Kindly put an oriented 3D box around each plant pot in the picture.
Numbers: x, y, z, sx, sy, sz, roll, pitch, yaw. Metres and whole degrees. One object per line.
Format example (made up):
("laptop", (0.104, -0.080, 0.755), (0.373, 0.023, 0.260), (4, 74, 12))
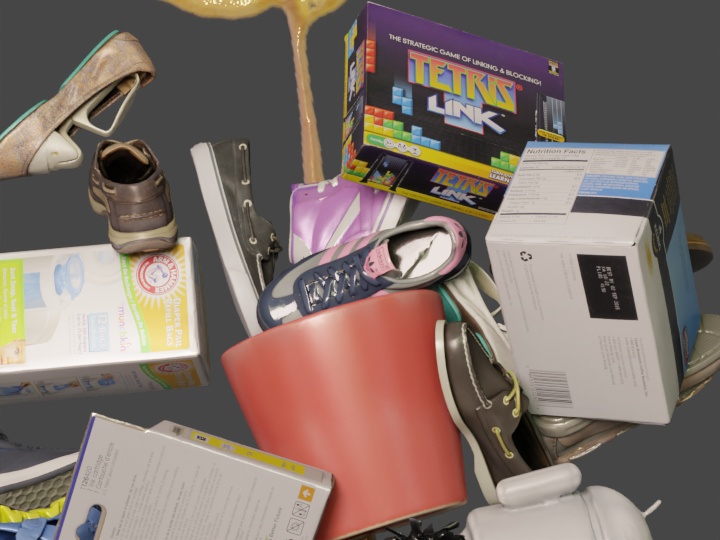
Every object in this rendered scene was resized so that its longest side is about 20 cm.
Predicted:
("plant pot", (0.000, 0.130, 1.670), (0.198, 0.201, 0.179), (-16, 80, -4))

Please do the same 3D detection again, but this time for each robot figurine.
("robot figurine", (0.159, 0.244, 1.658), (0.198, 0.113, 0.171), (-10, 111, -2))

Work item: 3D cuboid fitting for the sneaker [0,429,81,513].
("sneaker", (-0.291, 0.160, 1.717), (0.201, 0.078, 0.146), (-6, 32, -34))

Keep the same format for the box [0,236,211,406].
("box", (-0.235, 0.045, 1.741), (0.198, 0.101, 0.114), (-5, 72, 0))

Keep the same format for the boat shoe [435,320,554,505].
("boat shoe", (0.113, 0.115, 1.656), (0.060, 0.202, 0.072), (-9, 40, 18))

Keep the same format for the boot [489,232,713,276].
("boot", (0.215, -0.033, 1.777), (0.198, 0.074, 0.076), (2, 61, 4))

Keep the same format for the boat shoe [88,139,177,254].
("boat shoe", (-0.199, -0.081, 1.746), (0.074, 0.200, 0.074), (-10, 114, -15))

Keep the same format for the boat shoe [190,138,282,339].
("boat shoe", (-0.102, -0.031, 1.783), (0.056, 0.069, 0.202), (-16, 70, -5))

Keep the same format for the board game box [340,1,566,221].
("board game box", (0.084, -0.133, 1.749), (0.198, 0.057, 0.167), (15, 53, -18))

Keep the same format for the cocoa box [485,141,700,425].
("cocoa box", (0.198, 0.009, 1.656), (0.132, 0.201, 0.132), (3, 42, 23))

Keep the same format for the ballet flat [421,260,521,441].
("ballet flat", (0.109, 0.052, 1.756), (0.069, 0.070, 0.201), (-26, 72, -7))

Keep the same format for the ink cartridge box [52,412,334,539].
("ink cartridge box", (-0.144, 0.227, 1.588), (0.198, 0.047, 0.200), (19, 103, -1))

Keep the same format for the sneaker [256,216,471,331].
("sneaker", (0.000, 0.000, 1.703), (0.198, 0.082, 0.071), (-24, 80, -1))

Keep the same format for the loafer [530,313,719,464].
("loafer", (0.240, 0.104, 1.740), (0.198, 0.063, 0.072), (-25, 39, -10))

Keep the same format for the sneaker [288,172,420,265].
("sneaker", (-0.001, -0.083, 1.797), (0.113, 0.073, 0.202), (22, 71, 14))

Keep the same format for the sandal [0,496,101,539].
("sandal", (-0.243, 0.230, 1.638), (0.198, 0.080, 0.087), (-10, 29, -35))

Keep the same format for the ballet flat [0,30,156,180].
("ballet flat", (-0.265, -0.136, 1.824), (0.067, 0.068, 0.200), (43, 79, 7))

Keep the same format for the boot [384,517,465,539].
("boot", (0.043, 0.302, 1.603), (0.073, 0.162, 0.201), (-5, 80, -34))
